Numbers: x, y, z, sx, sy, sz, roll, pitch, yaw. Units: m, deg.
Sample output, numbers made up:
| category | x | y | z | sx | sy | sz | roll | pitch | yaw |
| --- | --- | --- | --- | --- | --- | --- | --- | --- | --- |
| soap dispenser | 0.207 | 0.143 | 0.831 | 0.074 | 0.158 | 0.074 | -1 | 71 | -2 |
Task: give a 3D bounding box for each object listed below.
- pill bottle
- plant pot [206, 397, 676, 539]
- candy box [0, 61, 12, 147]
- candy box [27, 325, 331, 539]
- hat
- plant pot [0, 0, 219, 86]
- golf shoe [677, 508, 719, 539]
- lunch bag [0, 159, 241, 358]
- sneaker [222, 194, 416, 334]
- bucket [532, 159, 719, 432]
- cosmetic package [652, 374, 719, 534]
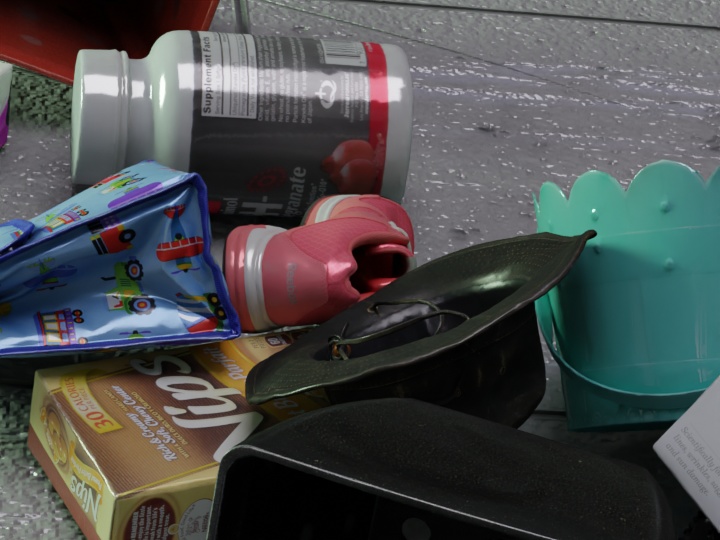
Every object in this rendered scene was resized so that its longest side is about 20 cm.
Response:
| category | x | y | z | sx | sy | sz | roll | pitch | yaw |
| --- | --- | --- | --- | --- | --- | --- | --- | --- | --- |
| pill bottle | -0.074 | -0.089 | 1.743 | 0.200 | 0.111 | 0.111 | 3 | 32 | -9 |
| plant pot | 0.041 | 0.164 | 1.308 | 0.200 | 0.200 | 0.177 | 15 | 21 | 11 |
| candy box | -0.332 | -0.105 | 1.754 | 0.200 | 0.061 | 0.136 | 19 | 33 | 17 |
| candy box | -0.062 | 0.090 | 1.513 | 0.200 | 0.055 | 0.115 | -8 | 36 | -27 |
| hat | 0.044 | 0.051 | 1.453 | 0.200 | 0.081 | 0.201 | -24 | 8 | 4 |
| plant pot | -0.188 | -0.239 | 1.862 | 0.200 | 0.200 | 0.176 | 20 | 11 | -15 |
| golf shoe | 0.204 | 0.180 | 1.436 | 0.094 | 0.078 | 0.200 | 26 | 28 | -13 |
| lunch bag | -0.182 | 0.012 | 1.546 | 0.200 | 0.094 | 0.151 | -16 | 9 | -12 |
| sneaker | 0.000 | 0.000 | 1.613 | 0.087 | 0.074 | 0.200 | 0 | 10 | 25 |
| bucket | 0.194 | 0.016 | 1.544 | 0.207 | 0.135 | 0.207 | -4 | -5 | 0 |
| cosmetic package | 0.246 | 0.116 | 1.421 | 0.200 | 0.081 | 0.113 | 22 | 25 | -49 |
